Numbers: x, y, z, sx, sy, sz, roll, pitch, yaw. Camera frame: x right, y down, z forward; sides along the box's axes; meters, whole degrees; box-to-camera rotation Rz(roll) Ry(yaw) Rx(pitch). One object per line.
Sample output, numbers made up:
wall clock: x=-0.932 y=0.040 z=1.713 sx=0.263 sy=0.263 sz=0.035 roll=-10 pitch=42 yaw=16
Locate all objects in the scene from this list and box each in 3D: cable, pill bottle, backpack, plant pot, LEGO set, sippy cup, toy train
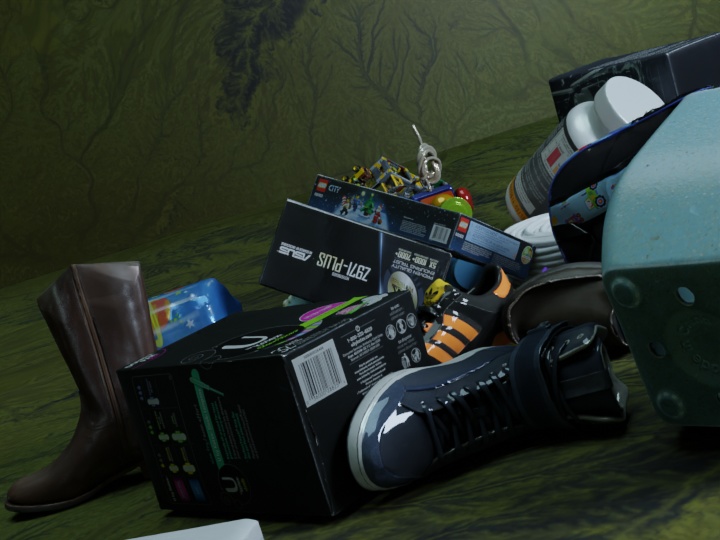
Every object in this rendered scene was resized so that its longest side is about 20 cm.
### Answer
cable: x=0.250 y=-0.031 z=1.329 sx=0.199 sy=0.069 sz=0.200 roll=-20 pitch=10 yaw=-17
pill bottle: x=0.265 y=-0.122 z=1.444 sx=0.116 sy=0.116 sz=0.200 roll=-27 pitch=-19 yaw=-45
backpack: x=0.281 y=-0.054 z=1.125 sx=0.200 sy=0.183 sz=0.134 roll=-25 pitch=-4 yaw=30
plant pot: x=0.267 y=0.001 z=0.796 sx=0.200 sy=0.196 sz=0.196 roll=-37 pitch=19 yaw=-35
LEGO set: x=0.058 y=-0.060 z=1.695 sx=0.154 sy=0.116 sz=0.200 roll=-37 pitch=-34 yaw=17
sippy cup: x=-0.174 y=0.077 z=1.192 sx=0.130 sy=0.140 sz=0.178 roll=-26 pitch=-2 yaw=12
toy train: x=0.095 y=-0.071 z=1.419 sx=0.084 sy=0.201 sz=0.116 roll=-18 pitch=6 yaw=-7

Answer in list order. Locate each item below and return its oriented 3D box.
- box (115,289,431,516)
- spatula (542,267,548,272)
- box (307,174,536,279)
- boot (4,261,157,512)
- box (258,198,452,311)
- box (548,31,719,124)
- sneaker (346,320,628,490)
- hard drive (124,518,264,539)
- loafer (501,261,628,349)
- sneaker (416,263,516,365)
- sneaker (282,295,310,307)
box: x=-0.061 y=0.102 z=0.958 sx=0.200 sy=0.125 sz=0.148 roll=-9 pitch=11 yaw=44
spatula: x=0.203 y=-0.006 z=1.178 sx=0.020 sy=0.057 sz=0.200 roll=18 pitch=45 yaw=31
box: x=0.061 y=-0.046 z=1.276 sx=0.200 sy=0.038 sz=0.136 roll=19 pitch=1 yaw=42
boot: x=-0.254 y=0.098 z=1.091 sx=0.186 sy=0.201 sz=0.064 roll=-19 pitch=13 yaw=-2
box: x=0.000 y=0.000 z=1.227 sx=0.163 sy=0.086 sz=0.200 roll=19 pitch=0 yaw=2
box: x=0.359 y=-0.166 z=1.513 sx=0.124 sy=0.201 sz=0.196 roll=-22 pitch=11 yaw=-32
sneaker: x=0.097 y=0.093 z=0.871 sx=0.146 sy=0.077 sz=0.202 roll=-11 pitch=10 yaw=47
hard drive: x=-0.154 y=0.216 z=0.769 sx=0.131 sy=0.026 sz=0.200 roll=-14 pitch=10 yaw=20
loafer: x=0.208 y=0.030 z=1.041 sx=0.199 sy=0.073 sz=0.071 roll=-13 pitch=9 yaw=25
sneaker: x=0.061 y=0.058 z=1.092 sx=0.200 sy=0.090 sz=0.070 roll=-23 pitch=11 yaw=-33
sneaker: x=-0.054 y=0.017 z=1.413 sx=0.079 sy=0.131 sz=0.200 roll=-27 pitch=13 yaw=-40
